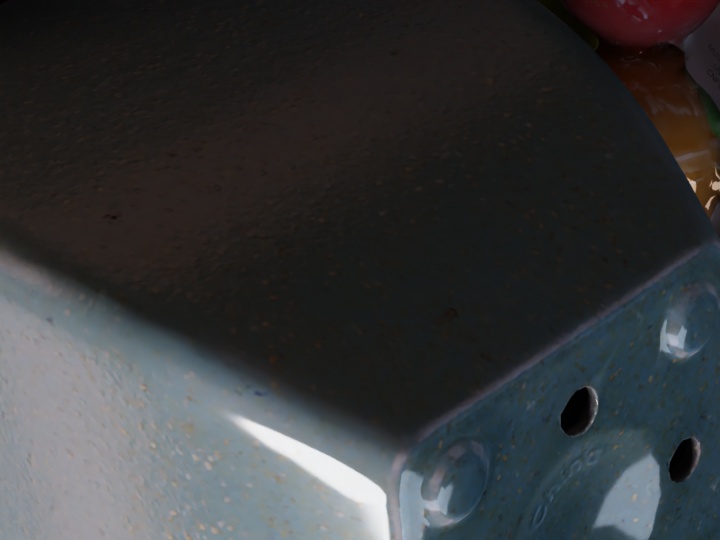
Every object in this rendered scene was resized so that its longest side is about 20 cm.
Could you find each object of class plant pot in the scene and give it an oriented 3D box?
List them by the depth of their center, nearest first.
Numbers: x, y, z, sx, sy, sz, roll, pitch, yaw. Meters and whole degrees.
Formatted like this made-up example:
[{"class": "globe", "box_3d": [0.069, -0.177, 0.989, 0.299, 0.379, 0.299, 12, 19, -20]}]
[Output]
[{"class": "plant pot", "box_3d": [-0.009, 0.033, 0.565, 0.196, 0.200, 0.196, -30, 129, -31]}]

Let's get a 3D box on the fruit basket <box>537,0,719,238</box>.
[{"class": "fruit basket", "box_3d": [0.082, -0.080, 0.635, 0.094, 0.185, 0.200, -16, 155, -41]}]
